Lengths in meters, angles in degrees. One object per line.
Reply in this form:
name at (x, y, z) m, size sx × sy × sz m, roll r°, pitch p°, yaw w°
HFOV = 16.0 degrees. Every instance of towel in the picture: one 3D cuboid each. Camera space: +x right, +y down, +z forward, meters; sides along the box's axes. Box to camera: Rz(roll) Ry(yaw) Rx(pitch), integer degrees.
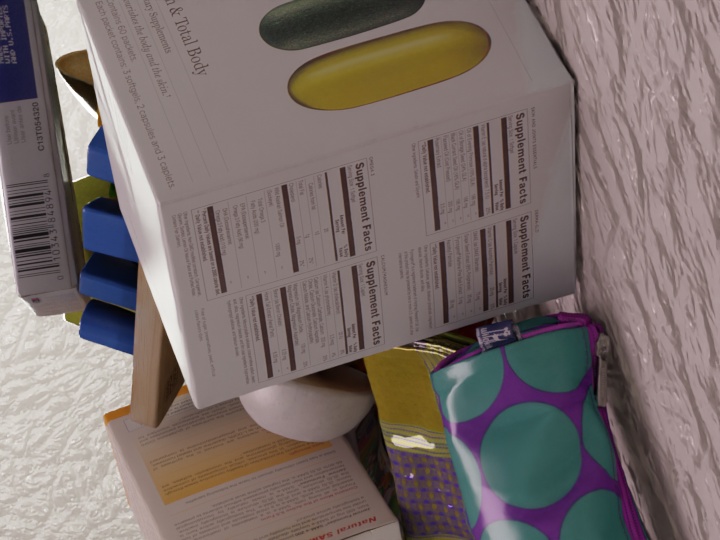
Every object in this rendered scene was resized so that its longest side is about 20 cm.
towel at (0.069, 0.115, 1.374) m, size 0.143 × 0.023 × 0.200 m, roll 14°, pitch 130°, yaw 33°

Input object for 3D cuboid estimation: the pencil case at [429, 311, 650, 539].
pencil case at (0.102, 0.120, 1.238) m, size 0.085 × 0.092 × 0.201 m, roll -5°, pitch -105°, yaw -67°

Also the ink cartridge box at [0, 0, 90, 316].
ink cartridge box at (-0.203, -0.073, 1.591) m, size 0.200 × 0.043 × 0.197 m, roll 129°, pitch 132°, yaw -82°

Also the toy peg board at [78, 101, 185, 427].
toy peg board at (-0.123, -0.052, 1.526) m, size 0.199 × 0.098 × 0.200 m, roll -62°, pitch -16°, yaw -47°

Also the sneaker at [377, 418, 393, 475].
sneaker at (0.065, 0.104, 1.495) m, size 0.200 × 0.075 × 0.085 m, roll 44°, pitch 153°, yaw 52°

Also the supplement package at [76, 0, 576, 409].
supplement package at (-0.014, -0.060, 1.246) m, size 0.151 × 0.199 × 0.152 m, roll 84°, pitch 166°, yaw -48°

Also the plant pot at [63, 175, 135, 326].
plant pot at (-0.102, -0.012, 1.747) m, size 0.187 × 0.199 × 0.188 m, roll 179°, pitch 90°, yaw -82°

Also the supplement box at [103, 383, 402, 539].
supplement box at (-0.062, 0.141, 1.499) m, size 0.200 × 0.126 × 0.074 m, roll -124°, pitch 19°, yaw -56°

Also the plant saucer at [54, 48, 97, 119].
plant saucer at (-0.103, -0.114, 1.697) m, size 0.200 × 0.200 × 0.036 m, roll -131°, pitch 44°, yaw -69°

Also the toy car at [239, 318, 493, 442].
toy car at (0.000, 0.000, 1.472) m, size 0.200 × 0.150 × 0.176 m, roll -138°, pitch 60°, yaw -66°

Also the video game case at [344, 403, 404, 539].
video game case at (0.030, 0.132, 1.651) m, size 0.143 × 0.018 × 0.200 m, roll -56°, pitch -34°, yaw -45°
